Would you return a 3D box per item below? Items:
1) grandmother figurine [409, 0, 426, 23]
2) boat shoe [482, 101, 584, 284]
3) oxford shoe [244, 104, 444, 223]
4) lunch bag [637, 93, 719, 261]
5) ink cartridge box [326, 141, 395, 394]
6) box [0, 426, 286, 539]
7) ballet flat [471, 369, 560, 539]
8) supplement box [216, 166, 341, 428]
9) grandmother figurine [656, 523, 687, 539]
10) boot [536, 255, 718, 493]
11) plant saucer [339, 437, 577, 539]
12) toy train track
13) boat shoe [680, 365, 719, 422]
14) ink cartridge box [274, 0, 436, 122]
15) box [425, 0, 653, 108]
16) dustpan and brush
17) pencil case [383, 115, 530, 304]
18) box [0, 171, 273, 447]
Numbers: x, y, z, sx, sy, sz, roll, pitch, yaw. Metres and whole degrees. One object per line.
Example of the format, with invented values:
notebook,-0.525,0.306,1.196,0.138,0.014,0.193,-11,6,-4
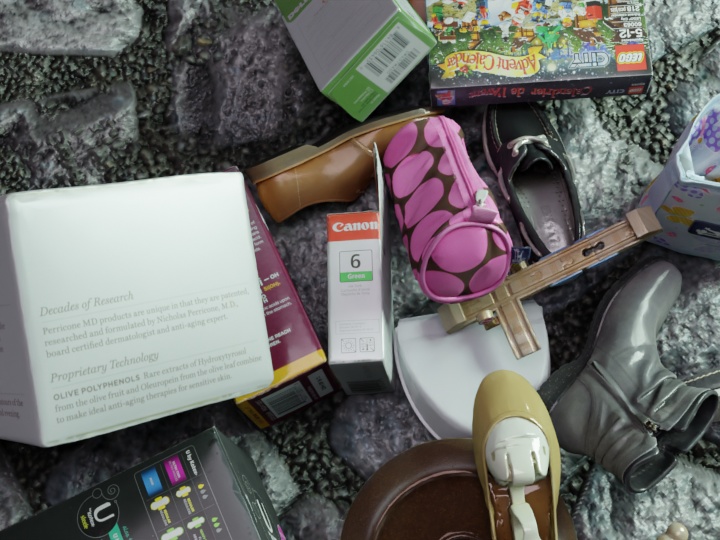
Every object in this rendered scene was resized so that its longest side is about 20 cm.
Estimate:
grandmother figurine,0.135,-0.251,1.039,0.199,0.061,0.122,17,82,14
boat shoe,0.159,-0.087,0.967,0.074,0.060,0.201,-10,70,2
oxford shoe,-0.006,-0.105,1.008,0.200,0.071,0.071,-24,100,-5
lunch bag,0.341,-0.083,0.898,0.199,0.170,0.127,-18,73,-4
ink cartridge box,0.000,0.000,0.936,0.050,0.109,0.201,-4,70,5
box,-0.167,0.235,0.849,0.200,0.149,0.125,-26,69,-4
ballet flat,0.128,0.176,0.814,0.068,0.063,0.201,-8,85,-1
supplement box,-0.100,0.025,0.936,0.085,0.110,0.200,-25,70,-4
grandmother figurine,0.263,0.266,0.836,0.200,0.061,0.122,-22,60,1
boot,0.242,0.085,0.868,0.132,0.070,0.200,21,71,51
plant saucer,0.081,0.238,0.856,0.200,0.034,0.201,0,84,0
toy train track,0.155,-0.002,0.885,0.200,0.033,0.115,-27,66,13
boat shoe,0.351,0.078,0.891,0.199,0.074,0.060,-16,64,3
ink cartridge box,-0.012,-0.244,1.014,0.104,0.059,0.200,-44,42,18
box,0.161,-0.225,0.978,0.199,0.038,0.137,-3,69,4
dustpan and brush,0.111,0.135,0.913,0.139,0.057,0.200,-8,63,-7
pencil case,0.074,-0.061,0.912,0.090,0.094,0.200,-2,35,-11
box,-0.210,0.025,0.811,0.200,0.199,0.172,-12,95,-41
